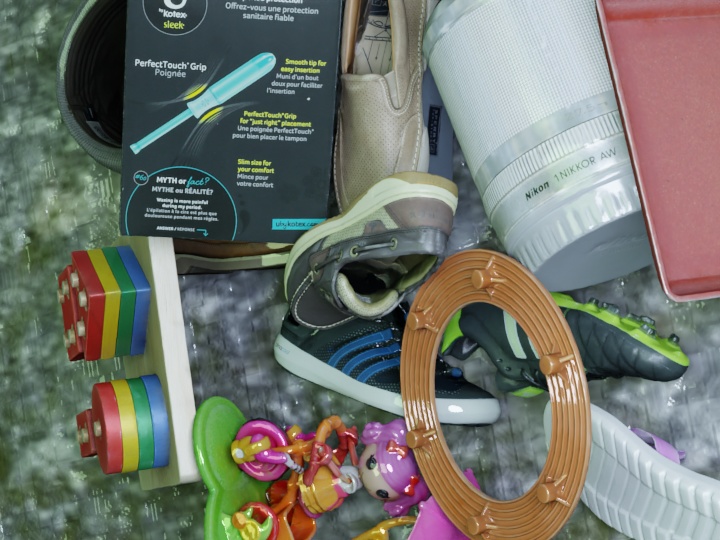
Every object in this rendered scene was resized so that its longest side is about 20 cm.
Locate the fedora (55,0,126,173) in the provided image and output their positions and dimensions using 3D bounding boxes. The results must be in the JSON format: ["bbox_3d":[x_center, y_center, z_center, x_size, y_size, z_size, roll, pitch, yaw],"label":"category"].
[{"bbox_3d":[-0.142,-0.162,1.624,0.200,0.090,0.177,-39,67,23],"label":"fedora"}]

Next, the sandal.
[{"bbox_3d":[0.200,0.142,1.376,0.202,0.050,0.083,33,134,43],"label":"sandal"}]

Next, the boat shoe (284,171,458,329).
[{"bbox_3d":[0.000,0.000,1.410,0.200,0.073,0.065,134,147,-54],"label":"boat shoe"}]

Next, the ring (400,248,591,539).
[{"bbox_3d":[0.080,0.086,1.353,0.200,0.019,0.202,14,107,54],"label":"ring"}]

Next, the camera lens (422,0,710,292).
[{"bbox_3d":[0.140,-0.106,1.359,0.160,0.160,0.201,-31,70,33],"label":"camera lens"}]

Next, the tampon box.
[{"bbox_3d":[-0.091,-0.135,1.472,0.149,0.126,0.201,3,109,-3],"label":"tampon box"}]

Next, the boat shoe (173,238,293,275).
[{"bbox_3d":[-0.092,-0.033,1.594,0.199,0.072,0.068,-3,88,38],"label":"boat shoe"}]

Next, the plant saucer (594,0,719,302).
[{"bbox_3d":[0.239,-0.083,1.277,0.037,0.199,0.201,-32,68,61],"label":"plant saucer"}]

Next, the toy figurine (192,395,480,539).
[{"bbox_3d":[-0.005,0.165,1.487,0.183,0.150,0.201,-17,93,25],"label":"toy figurine"}]

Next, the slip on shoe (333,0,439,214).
[{"bbox_3d":[0.011,-0.122,1.447,0.076,0.060,0.201,7,83,36],"label":"slip on shoe"}]

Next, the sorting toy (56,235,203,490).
[{"bbox_3d":[-0.183,0.069,1.593,0.199,0.069,0.201,153,110,-74],"label":"sorting toy"}]

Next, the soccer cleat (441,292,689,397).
[{"bbox_3d":[0.138,0.054,1.415,0.199,0.067,0.082,20,92,44],"label":"soccer cleat"}]

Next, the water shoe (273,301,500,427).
[{"bbox_3d":[0.018,0.057,1.507,0.199,0.071,0.079,17,95,35],"label":"water shoe"}]

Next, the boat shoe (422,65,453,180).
[{"bbox_3d":[0.026,-0.081,1.512,0.065,0.073,0.201,5,81,40],"label":"boat shoe"}]
